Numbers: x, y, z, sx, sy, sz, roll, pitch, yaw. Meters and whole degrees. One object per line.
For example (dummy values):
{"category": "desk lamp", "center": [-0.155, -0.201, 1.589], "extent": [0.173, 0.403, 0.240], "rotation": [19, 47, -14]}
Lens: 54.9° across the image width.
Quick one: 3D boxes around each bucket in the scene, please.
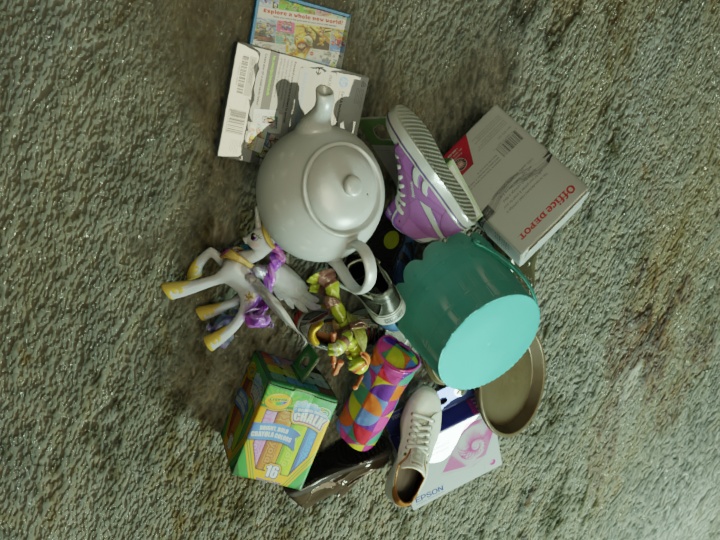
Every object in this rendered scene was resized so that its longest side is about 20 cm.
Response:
{"category": "bucket", "center": [0.158, 0.064, 1.025], "extent": [0.203, 0.135, 0.210], "rotation": [-18, 134, -19]}

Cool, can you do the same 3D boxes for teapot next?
{"category": "teapot", "center": [-0.038, -0.101, 0.928], "extent": [0.198, 0.145, 0.201], "rotation": [32, 77, -26]}

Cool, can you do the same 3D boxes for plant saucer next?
{"category": "plant saucer", "center": [0.264, 0.192, 1.230], "extent": [0.197, 0.029, 0.205], "rotation": [-4, 96, -41]}

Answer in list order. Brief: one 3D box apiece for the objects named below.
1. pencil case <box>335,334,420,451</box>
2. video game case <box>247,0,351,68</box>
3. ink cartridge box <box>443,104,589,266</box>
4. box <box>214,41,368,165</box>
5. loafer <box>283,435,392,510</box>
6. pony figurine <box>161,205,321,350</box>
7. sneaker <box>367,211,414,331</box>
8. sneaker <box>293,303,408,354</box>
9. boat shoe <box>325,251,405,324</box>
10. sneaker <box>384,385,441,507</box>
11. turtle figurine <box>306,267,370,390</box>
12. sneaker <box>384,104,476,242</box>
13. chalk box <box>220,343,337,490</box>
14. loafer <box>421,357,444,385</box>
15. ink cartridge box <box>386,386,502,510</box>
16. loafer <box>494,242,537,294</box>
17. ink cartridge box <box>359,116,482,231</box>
{"category": "pencil case", "center": [0.026, 0.200, 1.123], "extent": [0.087, 0.089, 0.202], "rotation": [12, 126, -21]}
{"category": "video game case", "center": [-0.099, -0.284, 1.007], "extent": [0.140, 0.018, 0.205], "rotation": [7, 103, -21]}
{"category": "ink cartridge box", "center": [0.230, -0.129, 1.073], "extent": [0.145, 0.083, 0.200], "rotation": [-42, 73, -3]}
{"category": "box", "center": [-0.098, -0.223, 0.994], "extent": [0.196, 0.041, 0.160], "rotation": [8, 103, -21]}
{"category": "loafer", "center": [-0.036, 0.345, 1.191], "extent": [0.196, 0.073, 0.072], "rotation": [-20, 122, -8]}
{"category": "pony figurine", "center": [-0.160, 0.028, 1.020], "extent": [0.198, 0.167, 0.195], "rotation": [-33, 106, 9]}
{"category": "sneaker", "center": [0.059, -0.005, 1.115], "extent": [0.078, 0.065, 0.205], "rotation": [16, 78, -52]}
{"category": "sneaker", "center": [-0.008, 0.106, 1.118], "extent": [0.196, 0.082, 0.080], "rotation": [5, 103, -22]}
{"category": "boat shoe", "center": [0.000, 0.000, 1.023], "extent": [0.070, 0.200, 0.064], "rotation": [-36, 131, -11]}
{"category": "sneaker", "center": [0.098, 0.294, 1.154], "extent": [0.071, 0.085, 0.204], "rotation": [16, 80, -7]}
{"category": "turtle figurine", "center": [-0.024, 0.080, 0.983], "extent": [0.063, 0.200, 0.164], "rotation": [-25, 77, 5]}
{"category": "sneaker", "center": [0.064, -0.119, 0.945], "extent": [0.113, 0.073, 0.202], "rotation": [-21, 117, 29]}
{"category": "chalk box", "center": [-0.122, 0.213, 1.087], "extent": [0.122, 0.125, 0.204], "rotation": [19, 97, -23]}
{"category": "loafer", "center": [0.144, 0.108, 1.179], "extent": [0.074, 0.067, 0.205], "rotation": [-12, 109, -15]}
{"category": "ink cartridge box", "center": [0.153, 0.308, 1.243], "extent": [0.193, 0.043, 0.203], "rotation": [-23, 120, -11]}
{"category": "loafer", "center": [0.256, -0.006, 1.183], "extent": [0.074, 0.068, 0.204], "rotation": [-3, 123, -22]}
{"category": "ink cartridge box", "center": [0.086, -0.156, 1.038], "extent": [0.048, 0.145, 0.202], "rotation": [-38, 114, -15]}
